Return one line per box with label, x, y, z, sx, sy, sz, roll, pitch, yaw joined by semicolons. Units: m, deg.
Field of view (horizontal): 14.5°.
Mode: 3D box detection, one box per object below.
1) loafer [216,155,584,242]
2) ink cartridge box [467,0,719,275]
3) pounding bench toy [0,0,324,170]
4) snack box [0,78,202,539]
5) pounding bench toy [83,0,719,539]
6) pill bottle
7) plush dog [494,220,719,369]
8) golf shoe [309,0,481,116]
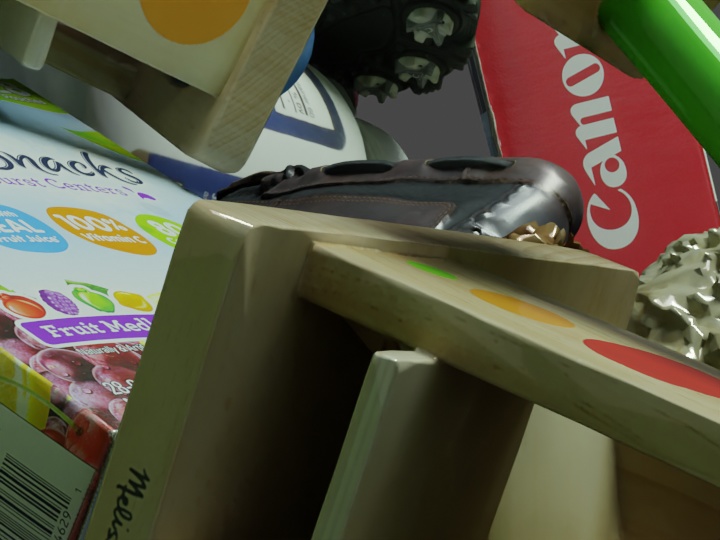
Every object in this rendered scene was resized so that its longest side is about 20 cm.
loafer;0.000;0.000;0.814;0.072;0.063;0.200;51;-20;-18
ink cartridge box;0.091;-0.055;1.115;0.083;0.201;0.176;-14;2;3
pounding bench toy;-0.092;-0.133;0.814;0.155;0.125;0.200;25;7;-30
snack box;-0.086;0.015;0.693;0.199;0.068;0.168;31;16;30
pounding bench toy;0.059;0.042;0.448;0.155;0.201;0.124;23;9;35
pill bottle;-0.067;-0.031;0.974;0.111;0.112;0.199;24;6;36
plush dog;0.101;0.045;0.609;0.171;0.162;0.200;2;-19;30
golf shoe;-0.008;-0.106;1.051;0.077;0.089;0.200;22;-17;-16
